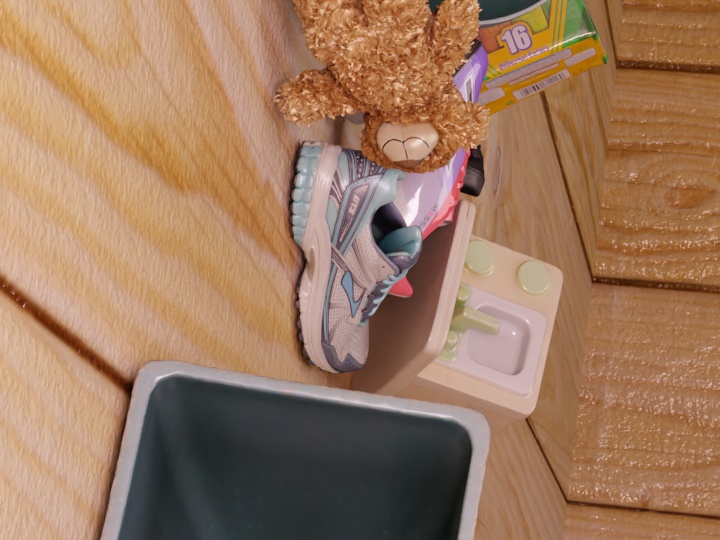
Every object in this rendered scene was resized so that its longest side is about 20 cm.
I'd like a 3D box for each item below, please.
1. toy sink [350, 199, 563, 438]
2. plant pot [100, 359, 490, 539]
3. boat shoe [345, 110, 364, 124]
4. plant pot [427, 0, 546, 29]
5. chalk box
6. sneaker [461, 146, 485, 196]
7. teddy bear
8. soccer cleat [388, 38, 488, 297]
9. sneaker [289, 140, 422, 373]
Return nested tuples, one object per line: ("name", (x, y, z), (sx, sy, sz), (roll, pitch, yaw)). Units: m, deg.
("toy sink", (0.080, 0.052, 1.765), (0.200, 0.111, 0.131), (132, -25, -61))
("plant pot", (-0.041, 0.189, 1.277), (0.200, 0.195, 0.197), (93, 7, -65))
("boat shoe", (0.021, -0.186, 1.718), (0.071, 0.072, 0.201), (60, 33, -27))
("plant pot", (0.055, -0.255, 1.589), (0.135, 0.198, 0.202), (148, -50, -77))
("chalk box", (0.109, -0.249, 1.874), (0.124, 0.124, 0.201), (29, 39, -77))
("sneaker", (0.079, -0.121, 1.957), (0.200, 0.060, 0.105), (-163, -91, -83))
("teddy bear", (0.013, -0.140, 1.479), (0.067, 0.144, 0.201), (-108, -168, -55))
("soccer cleat", (0.051, -0.076, 1.696), (0.201, 0.073, 0.068), (-60, -177, -5))
("sneaker", (0.000, 0.000, 1.617), (0.078, 0.086, 0.201), (-73, 164, -45))
